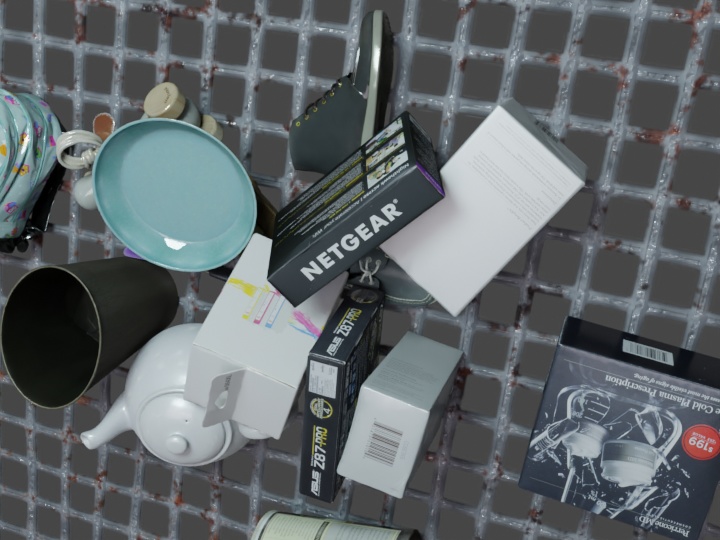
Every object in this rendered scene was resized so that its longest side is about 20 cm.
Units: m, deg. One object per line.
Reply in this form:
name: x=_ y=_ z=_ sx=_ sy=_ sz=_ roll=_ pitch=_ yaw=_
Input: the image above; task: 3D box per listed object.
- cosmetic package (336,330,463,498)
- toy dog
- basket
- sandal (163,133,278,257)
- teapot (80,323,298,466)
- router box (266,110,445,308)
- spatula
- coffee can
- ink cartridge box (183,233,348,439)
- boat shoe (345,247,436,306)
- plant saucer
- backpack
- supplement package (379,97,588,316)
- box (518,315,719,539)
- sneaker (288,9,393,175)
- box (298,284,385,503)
cosmetic package: x=0.051 y=0.157 z=0.963 sx=0.081 sy=0.200 sz=0.113 roll=19 pitch=106 yaw=11
toy dog: x=-0.273 y=-0.166 z=1.039 sx=0.199 sy=0.097 sz=0.132 roll=-21 pitch=139 yaw=-7
basket: x=-0.328 y=0.057 z=1.059 sx=0.136 sy=0.200 sz=0.181 roll=24 pitch=109 yaw=12
sandal: x=-0.160 y=-0.095 z=1.035 sx=0.080 sy=0.054 sz=0.200 roll=-30 pitch=114 yaw=22
teapot: x=-0.208 y=0.174 z=1.057 sx=0.197 sy=0.146 sz=0.200 roll=36 pitch=114 yaw=-15
router box: x=-0.009 y=-0.068 z=0.896 sx=0.200 sy=0.149 sz=0.051 roll=-36 pitch=115 yaw=19
spatula: x=-0.208 y=-0.010 z=1.093 sx=0.199 sy=0.057 sz=0.021 roll=21 pitch=143 yaw=4
coffee can: x=-0.032 y=0.394 z=1.077 sx=0.199 sy=0.146 sz=0.147 roll=3 pitch=104 yaw=17
ink cartridge box: x=-0.113 y=0.086 z=0.971 sx=0.125 sy=0.200 sz=0.129 roll=22 pitch=141 yaw=1
boat shoe: x=0.000 y=0.000 z=1.013 sx=0.199 sy=0.062 sz=0.073 roll=21 pitch=109 yaw=12
plant saucer: x=-0.215 y=-0.092 z=0.991 sx=0.199 sy=0.036 sz=0.201 roll=5 pitch=123 yaw=8
backpack: x=-0.475 y=-0.138 z=1.098 sx=0.167 sy=0.127 sz=0.200 roll=41 pitch=109 yaw=8
supplement package: x=0.134 y=-0.072 z=0.920 sx=0.121 sy=0.120 sz=0.200 roll=43 pitch=112 yaw=1
box: x=0.299 y=0.174 z=0.938 sx=0.199 sy=0.104 sz=0.183 roll=15 pitch=109 yaw=14
sneaker: x=-0.025 y=-0.199 z=0.963 sx=0.106 sy=0.075 sz=0.201 roll=12 pitch=108 yaw=12
box: x=-0.019 y=0.142 z=0.982 sx=0.049 sy=0.161 sz=0.201 roll=13 pitch=121 yaw=15
